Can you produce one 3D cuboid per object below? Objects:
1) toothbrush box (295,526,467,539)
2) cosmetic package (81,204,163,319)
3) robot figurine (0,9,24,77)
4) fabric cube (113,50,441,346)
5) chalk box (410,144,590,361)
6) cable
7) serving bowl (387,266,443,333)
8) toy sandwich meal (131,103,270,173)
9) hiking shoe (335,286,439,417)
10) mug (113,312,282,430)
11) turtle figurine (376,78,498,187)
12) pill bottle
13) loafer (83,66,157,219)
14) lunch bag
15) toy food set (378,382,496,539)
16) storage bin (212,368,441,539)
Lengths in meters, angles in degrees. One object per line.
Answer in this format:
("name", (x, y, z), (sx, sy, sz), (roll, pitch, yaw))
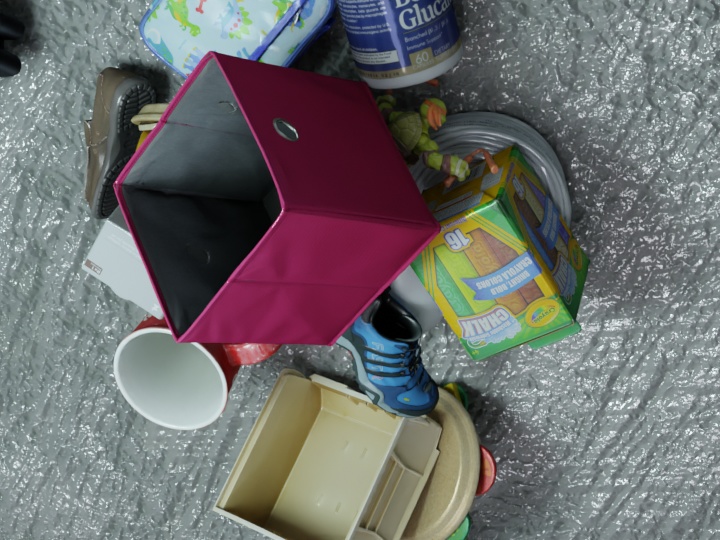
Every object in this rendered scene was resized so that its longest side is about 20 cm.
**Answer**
("toothbrush box", (0.021, 0.341, 1.828), (0.199, 0.146, 0.086), (24, 126, 2))
("cosmetic package", (-0.209, -0.051, 1.624), (0.106, 0.200, 0.090), (32, 125, -4))
("robot figurine", (-0.474, -0.252, 1.630), (0.198, 0.151, 0.125), (3, 137, 16))
("fabric cube", (-0.082, -0.062, 1.415), (0.200, 0.198, 0.197), (-48, 54, 33))
("chalk box", (0.149, 0.002, 1.505), (0.124, 0.124, 0.201), (-25, 110, 28))
("cable", (0.128, -0.072, 1.584), (0.199, 0.069, 0.201), (-18, 113, 26))
("serving bowl", (0.000, 0.000, 1.622), (0.199, 0.066, 0.201), (30, 141, 28))
("toy sandwich meal", (-0.146, -0.132, 1.566), (0.203, 0.205, 0.071), (4, 91, 15))
("hiking shoe", (0.034, 0.088, 1.569), (0.086, 0.075, 0.200), (-8, 135, 40))
("mug", (-0.162, 0.074, 1.688), (0.176, 0.200, 0.134), (13, 124, 9))
("turtle figurine", (0.042, -0.115, 1.501), (0.162, 0.200, 0.064), (-49, 139, 9))
("pill bottle", (0.026, -0.290, 1.454), (0.110, 0.111, 0.201), (-7, 119, 21))
("loafer", (-0.276, -0.147, 1.678), (0.071, 0.073, 0.201), (45, 133, 30))
("lunch bag", (-0.119, -0.272, 1.534), (0.160, 0.083, 0.200), (39, 125, -12))
("toy food set", (0.071, 0.232, 1.736), (0.197, 0.201, 0.048), (-34, 147, 34))
("storage bin", (-0.034, 0.230, 1.704), (0.199, 0.200, 0.094), (16, 165, 41))
